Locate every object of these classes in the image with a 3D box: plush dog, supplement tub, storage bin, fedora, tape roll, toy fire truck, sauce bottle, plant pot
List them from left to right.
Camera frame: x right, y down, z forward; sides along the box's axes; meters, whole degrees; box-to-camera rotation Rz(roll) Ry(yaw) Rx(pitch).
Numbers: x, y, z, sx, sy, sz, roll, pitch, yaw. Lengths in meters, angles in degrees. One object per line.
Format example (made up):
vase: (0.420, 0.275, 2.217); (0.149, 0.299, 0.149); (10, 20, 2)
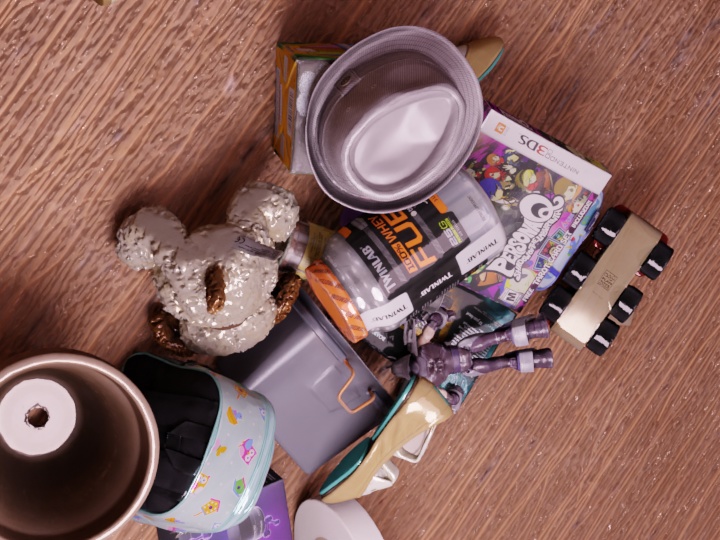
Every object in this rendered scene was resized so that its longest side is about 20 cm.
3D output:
plant pot: (-0.312, 0.162, 1.494); (0.198, 0.174, 0.202); (-3, 100, -17)
plush dog: (-0.143, 0.023, 1.577); (0.198, 0.161, 0.173); (-15, 141, -3)
storage bin: (-0.059, 0.132, 1.695); (0.134, 0.146, 0.200); (-41, 124, -2)
tape roll: (-0.016, 0.357, 1.754); (0.037, 0.202, 0.205); (-17, 115, -28)
sauce bottle: (0.000, 0.000, 1.694); (0.199, 0.065, 0.065); (21, 95, -20)
fedora: (0.041, -0.143, 1.502); (0.199, 0.090, 0.178); (-34, 110, -2)
supplement tub: (0.047, -0.018, 1.607); (0.199, 0.122, 0.123); (-36, 122, -10)
toy fire truck: (0.322, 0.014, 1.914); (0.128, 0.200, 0.177); (34, 99, 1)

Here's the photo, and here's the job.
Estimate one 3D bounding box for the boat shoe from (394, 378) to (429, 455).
boat shoe: (0.079, 0.132, 1.834); (0.066, 0.057, 0.201); (27, 86, -21)

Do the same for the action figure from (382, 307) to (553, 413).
action figure: (0.124, 0.101, 1.752); (0.198, 0.069, 0.131); (-9, 107, -5)

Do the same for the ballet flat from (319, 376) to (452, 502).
ballet flat: (0.029, 0.202, 1.650); (0.063, 0.069, 0.200); (37, 120, -3)

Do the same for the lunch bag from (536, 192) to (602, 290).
lunch bag: (0.188, -0.077, 1.811); (0.200, 0.082, 0.161); (36, 89, -35)

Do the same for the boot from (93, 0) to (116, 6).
boot: (-0.208, -0.372, 1.455); (0.154, 0.072, 0.202); (-21, 122, -25)

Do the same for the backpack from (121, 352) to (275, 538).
backpack: (-0.177, 0.188, 1.567); (0.153, 0.199, 0.177); (30, 72, -31)

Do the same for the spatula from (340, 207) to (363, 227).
spatula: (0.051, -0.115, 1.741); (0.056, 0.021, 0.201); (40, 79, -15)

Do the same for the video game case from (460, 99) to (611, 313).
video game case: (0.163, -0.070, 1.721); (0.180, 0.036, 0.201); (25, 108, -25)

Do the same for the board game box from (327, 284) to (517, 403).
board game box: (0.075, 0.054, 1.778); (0.199, 0.028, 0.136); (36, 84, -21)

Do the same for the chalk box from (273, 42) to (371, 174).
chalk box: (0.014, -0.173, 1.603); (0.198, 0.124, 0.126); (0, 106, -14)

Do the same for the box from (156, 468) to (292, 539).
box: (-0.151, 0.337, 1.735); (0.140, 0.079, 0.202); (-18, 116, -24)

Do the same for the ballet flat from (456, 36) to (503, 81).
ballet flat: (0.085, -0.206, 1.709); (0.063, 0.069, 0.200); (44, 79, -21)
